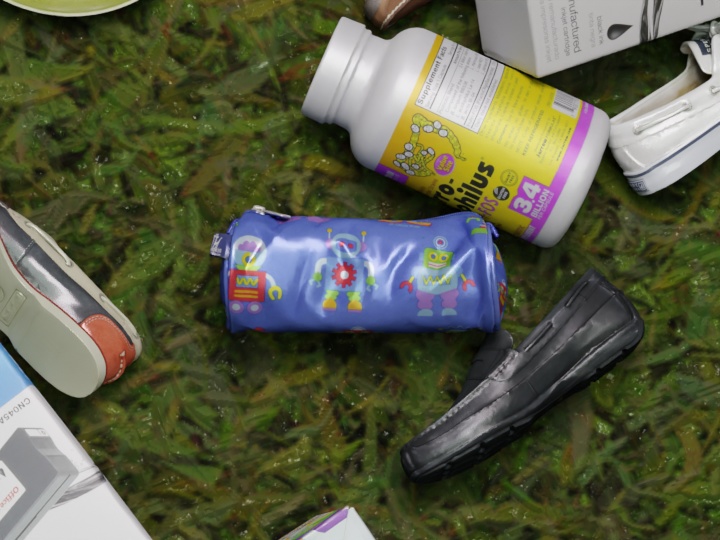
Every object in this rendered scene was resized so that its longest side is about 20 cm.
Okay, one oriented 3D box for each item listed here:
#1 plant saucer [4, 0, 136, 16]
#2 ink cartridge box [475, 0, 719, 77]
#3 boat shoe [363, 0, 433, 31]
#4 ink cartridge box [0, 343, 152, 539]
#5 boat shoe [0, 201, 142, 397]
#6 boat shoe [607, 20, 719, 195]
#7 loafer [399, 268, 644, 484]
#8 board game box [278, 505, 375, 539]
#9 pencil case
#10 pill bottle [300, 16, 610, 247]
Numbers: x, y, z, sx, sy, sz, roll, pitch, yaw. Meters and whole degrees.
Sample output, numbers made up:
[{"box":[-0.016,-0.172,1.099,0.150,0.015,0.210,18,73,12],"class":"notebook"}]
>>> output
[{"box":[-0.204,-0.273,1.453,0.199,0.031,0.201,1,81,-6],"class":"plant saucer"},{"box":[0.177,-0.235,1.415,0.199,0.084,0.147,-21,116,-19],"class":"ink cartridge box"},{"box":[0.092,-0.227,1.457,0.200,0.076,0.072,-37,88,-9],"class":"boat shoe"},{"box":[-0.237,0.164,1.352,0.144,0.084,0.200,-38,87,-10],"class":"ink cartridge box"},{"box":[-0.230,-0.001,1.393,0.200,0.071,0.063,45,37,5],"class":"boat shoe"},{"box":[0.253,-0.145,1.458,0.202,0.075,0.086,-36,103,-4],"class":"boat shoe"},{"box":[0.104,0.073,1.416,0.200,0.068,0.070,-35,76,-14],"class":"loafer"},{"box":[-0.030,0.222,1.305,0.103,0.200,0.105,-33,86,-10],"class":"board game box"},{"box":[0.000,0.000,1.396,0.199,0.078,0.087,1,88,1],"class":"pencil case"},{"box":[0.063,-0.100,1.417,0.199,0.104,0.105,24,79,-1],"class":"pill bottle"}]
